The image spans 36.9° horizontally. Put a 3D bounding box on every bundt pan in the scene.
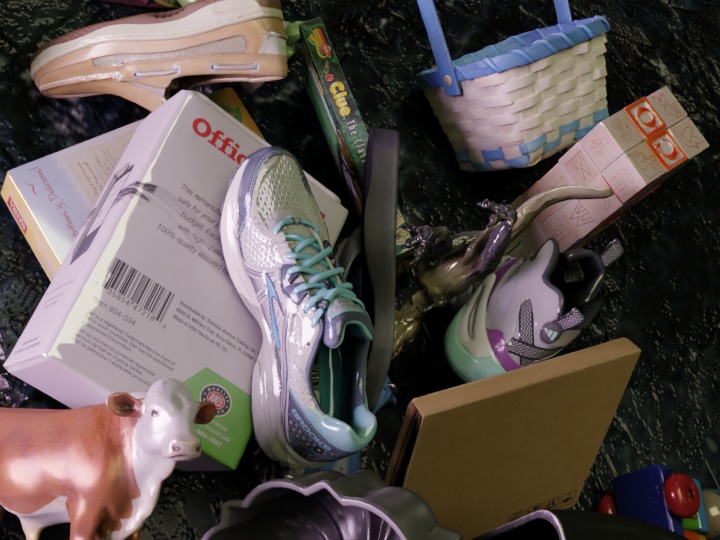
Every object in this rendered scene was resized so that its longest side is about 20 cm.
[{"bbox_3d":[-0.004,0.211,0.658,0.203,0.201,0.076,56,31,8],"label":"bundt pan"}]

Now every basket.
[{"bbox_3d":[0.127,-0.196,0.943,0.175,0.138,0.203,-22,107,-34],"label":"basket"}]

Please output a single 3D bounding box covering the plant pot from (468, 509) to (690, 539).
[{"bbox_3d":[0.141,0.271,0.708,0.176,0.199,0.202,2,63,-41],"label":"plant pot"}]

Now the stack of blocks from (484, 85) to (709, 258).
[{"bbox_3d":[0.189,-0.065,0.884,0.114,0.200,0.059,-30,80,-34],"label":"stack of blocks"}]

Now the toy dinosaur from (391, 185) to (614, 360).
[{"bbox_3d":[0.079,-0.016,0.742,0.048,0.199,0.088,59,10,27],"label":"toy dinosaur"}]

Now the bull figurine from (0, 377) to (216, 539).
[{"bbox_3d":[-0.165,0.125,0.618,0.065,0.197,0.123,25,65,-57],"label":"bull figurine"}]

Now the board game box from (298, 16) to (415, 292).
[{"bbox_3d":[-0.004,-0.088,0.856,0.023,0.105,0.202,-20,75,-4],"label":"board game box"}]

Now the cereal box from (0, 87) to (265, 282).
[{"bbox_3d":[-0.141,-0.040,0.797,0.199,0.039,0.145,-28,83,-34],"label":"cereal box"}]

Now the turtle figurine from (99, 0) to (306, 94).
[{"bbox_3d":[-0.110,-0.254,0.844,0.200,0.144,0.194,-46,108,-3],"label":"turtle figurine"}]

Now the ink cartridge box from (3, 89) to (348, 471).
[{"bbox_3d":[-0.115,0.009,0.712,0.145,0.084,0.202,35,62,-24],"label":"ink cartridge box"}]

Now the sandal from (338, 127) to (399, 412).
[{"bbox_3d":[0.000,0.000,0.745,0.042,0.076,0.203,4,70,-6],"label":"sandal"}]

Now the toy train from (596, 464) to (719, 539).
[{"bbox_3d":[0.262,0.260,0.840,0.115,0.084,0.203,14,59,-36],"label":"toy train"}]

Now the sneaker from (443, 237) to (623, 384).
[{"bbox_3d":[0.135,0.011,0.819,0.078,0.139,0.201,49,18,-20],"label":"sneaker"}]

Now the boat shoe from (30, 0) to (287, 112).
[{"bbox_3d":[-0.147,-0.144,0.785,0.072,0.197,0.077,-16,95,-73],"label":"boat shoe"}]

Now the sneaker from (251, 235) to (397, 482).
[{"bbox_3d":[-0.021,0.070,0.795,0.088,0.078,0.203,25,59,-31],"label":"sneaker"}]

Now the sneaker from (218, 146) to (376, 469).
[{"bbox_3d":[-0.027,0.019,0.667,0.077,0.086,0.203,-10,88,-37],"label":"sneaker"}]

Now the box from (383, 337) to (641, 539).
[{"bbox_3d":[0.101,0.133,0.768,0.198,0.165,0.021,-11,41,-31],"label":"box"}]
